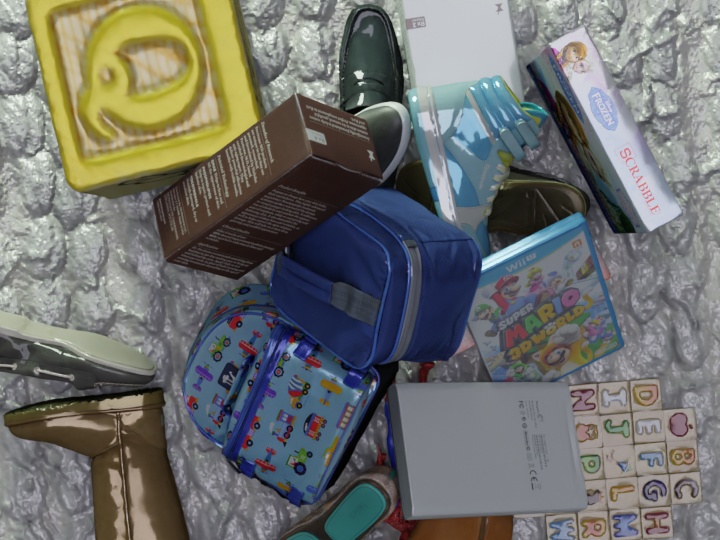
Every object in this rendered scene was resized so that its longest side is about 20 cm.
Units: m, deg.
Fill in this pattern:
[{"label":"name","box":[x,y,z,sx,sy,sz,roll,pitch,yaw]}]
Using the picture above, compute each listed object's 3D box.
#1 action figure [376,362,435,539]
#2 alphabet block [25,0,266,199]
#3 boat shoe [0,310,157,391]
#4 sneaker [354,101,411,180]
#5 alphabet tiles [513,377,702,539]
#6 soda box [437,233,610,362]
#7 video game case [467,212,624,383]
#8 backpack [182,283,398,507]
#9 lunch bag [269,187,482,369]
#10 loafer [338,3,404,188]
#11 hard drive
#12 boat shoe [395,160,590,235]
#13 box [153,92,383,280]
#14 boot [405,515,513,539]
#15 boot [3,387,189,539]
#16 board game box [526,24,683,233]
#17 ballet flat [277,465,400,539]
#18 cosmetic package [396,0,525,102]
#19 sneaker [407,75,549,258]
[{"label":"action figure","box":[0.047,0.194,1.678,0.065,0.052,0.201,0,93,-5]},{"label":"alphabet block","box":[-0.199,-0.186,1.592,0.194,0.200,0.197,-15,91,-1]},{"label":"boat shoe","box":[-0.306,0.092,1.667,0.199,0.067,0.057,16,106,4]},{"label":"sneaker","box":[-0.042,-0.099,1.601,0.200,0.099,0.071,-32,77,32]},{"label":"alphabet tiles","box":[0.253,0.200,1.699,0.199,0.006,0.167,-5,90,-1]},{"label":"soda box","box":[0.151,0.020,1.667,0.199,0.064,0.069,-27,91,-1]},{"label":"video game case","box":[0.178,0.042,1.624,0.143,0.018,0.200,-26,135,0]},{"label":"backpack","box":[-0.087,0.115,1.623,0.199,0.135,0.183,31,102,8]},{"label":"lunch bag","box":[0.000,0.000,1.552,0.132,0.200,0.137,-2,113,-39]},{"label":"loafer","box":[0.013,-0.171,1.659,0.068,0.070,0.202,-1,91,-1]},{"label":"hard drive","box":[0.127,0.177,1.624,0.199,0.026,0.133,1,70,-25]},{"label":"boat shoe","box":[0.136,-0.073,1.662,0.200,0.066,0.072,9,100,22]},{"label":"box","box":[-0.088,-0.073,1.499,0.200,0.100,0.075,-31,60,32]},{"label":"boot","box":[0.081,0.243,1.625,0.199,0.077,0.156,7,89,-37]},{"label":"boot","box":[-0.267,0.228,1.665,0.174,0.066,0.201,-6,92,0]},{"label":"board game box","box":[0.234,-0.132,1.599,0.041,0.200,0.201,-28,90,0]},{"label":"ballet flat","box":[-0.025,0.263,1.659,0.068,0.067,0.200,49,120,-2]},{"label":"cosmetic package","box":[0.101,-0.218,1.654,0.112,0.081,0.201,-11,91,-1]},{"label":"sneaker","box":[0.130,-0.095,1.587,0.130,0.080,0.201,-16,108,3]}]
